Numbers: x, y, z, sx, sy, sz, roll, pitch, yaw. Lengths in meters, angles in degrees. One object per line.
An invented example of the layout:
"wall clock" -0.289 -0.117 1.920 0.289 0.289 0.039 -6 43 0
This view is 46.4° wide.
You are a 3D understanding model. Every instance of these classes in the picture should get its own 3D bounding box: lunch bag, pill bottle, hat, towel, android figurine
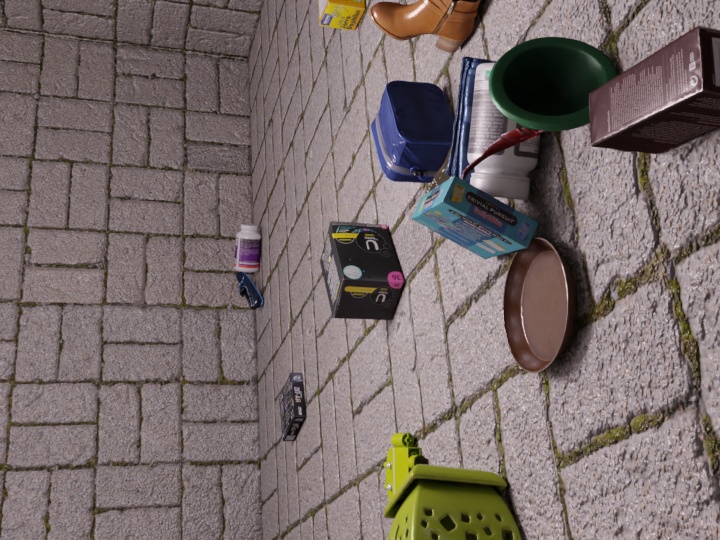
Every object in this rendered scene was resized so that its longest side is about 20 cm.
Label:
"lunch bag" 0.106 -0.265 1.686 0.133 0.134 0.202 114 152 -51
"pill bottle" -0.490 -0.097 3.662 0.112 0.111 0.203 -151 65 -71
"hat" 0.263 -0.214 1.208 0.167 0.198 0.177 -57 -26 -24
"pill bottle" 0.227 -0.217 1.318 0.113 0.111 0.203 -155 69 -72
"towel" 0.205 -0.247 1.397 0.048 0.110 0.203 20 107 59
"android figurine" 0.091 0.439 1.790 0.200 0.040 0.185 153 118 -69

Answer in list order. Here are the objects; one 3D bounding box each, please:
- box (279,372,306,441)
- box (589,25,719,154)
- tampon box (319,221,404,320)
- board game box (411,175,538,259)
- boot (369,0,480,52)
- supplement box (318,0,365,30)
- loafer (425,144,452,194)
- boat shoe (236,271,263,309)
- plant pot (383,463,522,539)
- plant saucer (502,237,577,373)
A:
"box" -0.231 0.463 2.838 0.201 0.043 0.162 115 153 -51
"box" 0.350 -0.193 0.933 0.200 0.099 0.076 152 120 -69
"tampon box" 0.000 0.000 1.968 0.201 0.148 0.127 -106 24 -45
"board game box" 0.178 -0.081 1.350 0.047 0.150 0.200 -63 7 -9
"boot" 0.122 -0.496 1.572 0.155 0.197 0.075 118 165 -68
"supplement box" -0.055 -0.791 2.338 0.109 0.108 0.203 135 136 -66
"loafer" 0.190 -0.183 1.524 0.201 0.067 0.077 -52 40 37
"boat shoe" -0.486 0.081 3.574 0.200 0.068 0.085 48 152 36
"plant pot" 0.142 0.435 1.376 0.201 0.196 0.183 112 161 -49
"plant saucer" 0.272 0.052 1.262 0.200 0.034 0.204 -178 90 -74
